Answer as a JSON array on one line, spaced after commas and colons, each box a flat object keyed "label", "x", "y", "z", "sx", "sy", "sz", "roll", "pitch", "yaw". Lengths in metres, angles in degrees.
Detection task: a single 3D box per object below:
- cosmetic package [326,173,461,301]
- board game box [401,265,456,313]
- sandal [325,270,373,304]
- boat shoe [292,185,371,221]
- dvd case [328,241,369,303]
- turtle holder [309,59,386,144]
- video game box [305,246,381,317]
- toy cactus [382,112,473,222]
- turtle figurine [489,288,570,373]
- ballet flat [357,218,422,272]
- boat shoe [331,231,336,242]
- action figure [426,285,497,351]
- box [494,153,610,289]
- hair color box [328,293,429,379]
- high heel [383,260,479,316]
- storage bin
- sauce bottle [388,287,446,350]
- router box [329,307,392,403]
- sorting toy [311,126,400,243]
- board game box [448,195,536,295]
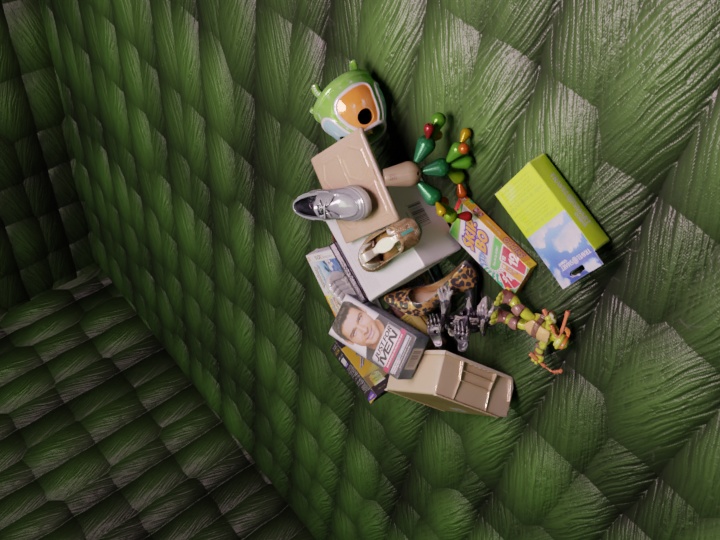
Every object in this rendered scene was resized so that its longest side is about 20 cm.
[{"label": "cosmetic package", "x": 0.062, "y": -0.075, "z": 1.591, "sx": 0.200, "sy": 0.123, "sz": 0.200, "roll": -34, "pitch": 83, "yaw": 49}, {"label": "board game box", "x": 0.119, "y": 0.034, "z": 1.738, "sx": 0.200, "sy": 0.028, "sz": 0.136, "roll": -11, "pitch": 106, "yaw": 61}, {"label": "sandal", "x": -0.013, "y": 0.088, "z": 1.877, "sx": 0.203, "sy": 0.082, "sz": 0.050, "roll": 57, "pitch": 150, "yaw": -3}, {"label": "boat shoe", "x": -0.059, "y": -0.121, "z": 1.506, "sx": 0.201, "sy": 0.071, "sz": 0.070, "roll": 6, "pitch": 114, "yaw": 52}, {"label": "dvd case", "x": 0.000, "y": 0.000, "z": 1.716, "sx": 0.143, "sy": 0.018, "sz": 0.200, "roll": 60, "pitch": -166, "yaw": 5}, {"label": "turtle holder", "x": -0.019, "y": -0.302, "z": 1.532, "sx": 0.132, "sy": 0.141, "sz": 0.186, "roll": 52, "pitch": 148, "yaw": 11}, {"label": "video game box", "x": -0.042, "y": 0.032, "z": 1.978, "sx": 0.182, "sy": 0.047, "sz": 0.200, "roll": -10, "pitch": 108, "yaw": 62}, {"label": "toy cactus", "x": 0.125, "y": -0.174, "z": 1.403, "sx": 0.102, "sy": 0.165, "sz": 0.201, "roll": -105, "pitch": 5, "yaw": -67}, {"label": "turtle figurine", "x": 0.321, "y": 0.096, "z": 1.432, "sx": 0.161, "sy": 0.064, "sz": 0.200, "roll": 32, "pitch": 153, "yaw": 25}, {"label": "ballet flat", "x": 0.037, "y": -0.043, "z": 1.489, "sx": 0.071, "sy": 0.065, "sz": 0.200, "roll": 60, "pitch": 141, "yaw": 6}, {"label": "boat shoe", "x": -0.012, "y": -0.020, "z": 1.857, "sx": 0.075, "sy": 0.075, "sz": 0.203, "roll": 90, "pitch": 156, "yaw": -81}, {"label": "action figure", "x": 0.199, "y": 0.087, "z": 1.506, "sx": 0.119, "sy": 0.200, "sz": 0.102, "roll": 9, "pitch": 104, "yaw": 20}, {"label": "box", "x": 0.320, "y": -0.080, "z": 1.295, "sx": 0.200, "sy": 0.048, "sz": 0.122, "roll": 55, "pitch": 152, "yaw": 8}, {"label": "hair color box", "x": 0.037, "y": 0.137, "z": 1.642, "sx": 0.200, "sy": 0.061, "sz": 0.099, "roll": 30, "pitch": 102, "yaw": 34}, {"label": "high heel", "x": 0.141, "y": 0.025, "z": 1.589, "sx": 0.199, "sy": 0.072, "sz": 0.143, "roll": 4, "pitch": 134, "yaw": 12}, {"label": "storage bin", "x": 0.189, "y": 0.242, "z": 1.667, "sx": 0.198, "sy": 0.094, "sz": 0.200, "roll": 23, "pitch": 164, "yaw": -26}, {"label": "sauce bottle", "x": 0.109, "y": 0.095, "z": 1.717, "sx": 0.200, "sy": 0.066, "sz": 0.066, "roll": 55, "pitch": 151, "yaw": 7}, {"label": "router box", "x": 0.055, "y": 0.186, "z": 1.802, "sx": 0.157, "sy": 0.200, "sz": 0.052, "roll": 51, "pitch": 149, "yaw": 14}, {"label": "sorting toy", "x": -0.008, "y": -0.161, "z": 1.510, "sx": 0.200, "sy": 0.036, "sz": 0.186, "roll": -21, "pitch": 92, "yaw": 56}, {"label": "board game box", "x": 0.240, "y": -0.050, "z": 1.476, "sx": 0.200, "sy": 0.030, "sz": 0.096, "roll": 50, "pitch": 150, "yaw": 22}]
